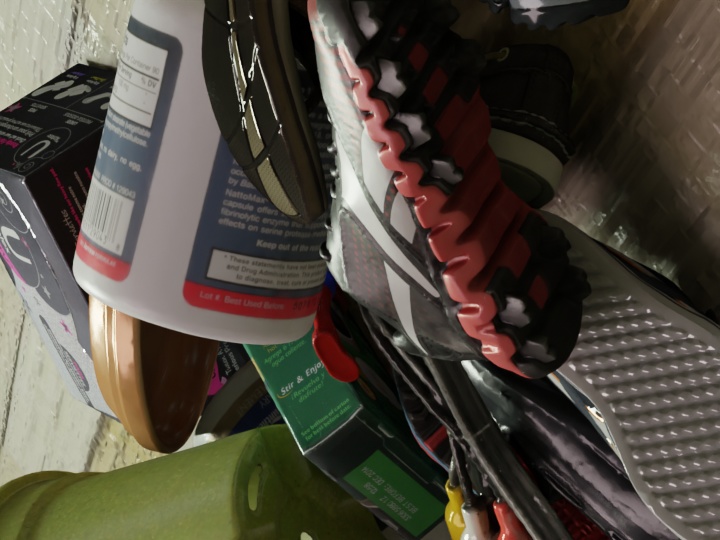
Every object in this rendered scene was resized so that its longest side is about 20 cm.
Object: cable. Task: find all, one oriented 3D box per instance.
[{"bbox_3d":[0.051,0.094,1.112,0.097,0.050,0.201,32,157,56],"label":"cable"}]

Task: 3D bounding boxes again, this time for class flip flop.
[{"bbox_3d":[-0.034,-0.118,0.993,0.081,0.057,0.201,14,116,65],"label":"flip flop"}]

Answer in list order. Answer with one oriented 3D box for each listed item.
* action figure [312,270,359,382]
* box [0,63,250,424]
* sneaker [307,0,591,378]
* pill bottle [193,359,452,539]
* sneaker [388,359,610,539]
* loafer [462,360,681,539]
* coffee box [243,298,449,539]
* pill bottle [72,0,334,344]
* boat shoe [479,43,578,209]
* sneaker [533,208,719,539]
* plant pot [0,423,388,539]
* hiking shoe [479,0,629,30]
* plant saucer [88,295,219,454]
[{"bbox_3d":[0.000,0.000,1.223,0.099,0.065,0.200,49,-169,-32],"label":"action figure"},{"bbox_3d":[-0.156,-0.012,1.486,0.132,0.114,0.201,19,137,55],"label":"box"},{"bbox_3d":[0.016,-0.039,0.968,0.097,0.071,0.201,-6,124,37],"label":"sneaker"},{"bbox_3d":[0.002,0.140,1.378,0.200,0.111,0.111,47,156,20],"label":"pill bottle"},{"bbox_3d":[0.073,0.105,1.232,0.200,0.079,0.096,55,160,2],"label":"sneaker"},{"bbox_3d":[0.100,0.082,1.141,0.200,0.068,0.071,38,126,30],"label":"loafer"},{"bbox_3d":[-0.024,0.047,1.276,0.123,0.044,0.200,45,-170,-48],"label":"coffee box"},{"bbox_3d":[-0.056,-0.078,1.094,0.119,0.119,0.201,28,108,48],"label":"pill bottle"},{"bbox_3d":[0.048,-0.057,1.088,0.071,0.061,0.201,22,167,-16],"label":"boat shoe"},{"bbox_3d":[0.134,0.051,1.024,0.200,0.078,0.079,49,-170,23],"label":"sneaker"},{"bbox_3d":[-0.088,0.175,1.283,0.184,0.200,0.201,-26,99,32],"label":"plant pot"},{"bbox_3d":[0.042,-0.170,0.950,0.200,0.074,0.087,33,128,41],"label":"hiking shoe"},{"bbox_3d":[-0.117,0.004,1.350,0.037,0.201,0.201,3,139,10],"label":"plant saucer"}]
